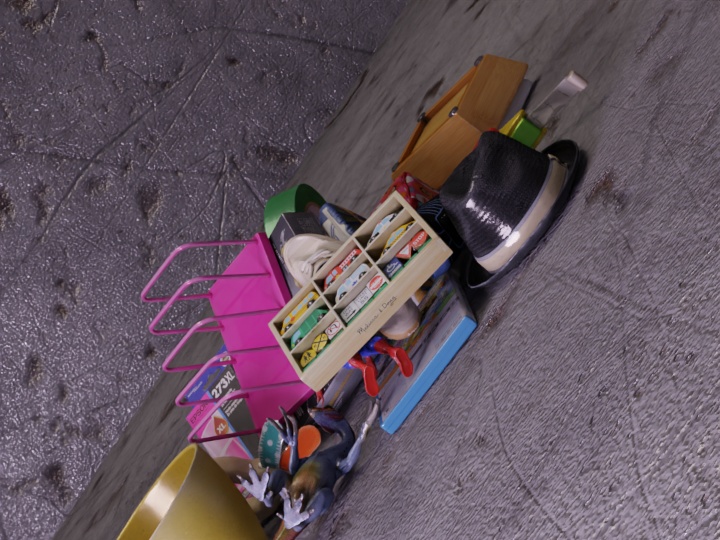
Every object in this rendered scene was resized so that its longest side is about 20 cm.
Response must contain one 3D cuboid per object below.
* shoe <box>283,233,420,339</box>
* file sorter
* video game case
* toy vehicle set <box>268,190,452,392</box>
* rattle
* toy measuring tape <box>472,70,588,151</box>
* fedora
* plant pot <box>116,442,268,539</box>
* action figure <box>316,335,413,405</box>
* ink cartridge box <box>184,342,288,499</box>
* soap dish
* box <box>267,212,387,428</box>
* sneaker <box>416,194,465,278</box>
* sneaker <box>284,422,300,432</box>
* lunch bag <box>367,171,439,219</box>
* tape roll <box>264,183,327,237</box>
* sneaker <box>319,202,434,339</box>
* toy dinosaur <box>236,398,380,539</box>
[{"bbox_3d":[-0.014,0.006,1.593,0.070,0.199,0.053,-52,-35,-10],"label":"shoe"},{"bbox_3d":[-0.158,0.080,1.684,0.124,0.202,0.139,-4,-29,-38],"label":"file sorter"},{"bbox_3d":[0.064,0.081,1.537,0.144,0.018,0.200,-53,10,10],"label":"video game case"},{"bbox_3d":[-0.003,0.019,1.504,0.200,0.026,0.124,-46,32,4],"label":"toy vehicle set"},{"bbox_3d":[-0.128,0.269,1.623,0.199,0.130,0.144,-25,30,30],"label":"rattle"},{"bbox_3d":[0.178,-0.141,1.599,0.200,0.073,0.074,-43,15,49],"label":"toy measuring tape"},{"bbox_3d":[0.138,-0.079,1.496,0.201,0.091,0.201,-53,10,13],"label":"fedora"},{"bbox_3d":[-0.174,0.306,1.541,0.201,0.141,0.200,-52,11,14],"label":"plant pot"},{"bbox_3d":[-0.007,0.104,1.545,0.065,0.100,0.200,-25,24,-18],"label":"action figure"},{"bbox_3d":[-0.154,0.188,1.795,0.095,0.037,0.200,-51,52,17],"label":"ink cartridge box"},{"bbox_3d":[0.129,-0.183,1.922,0.200,0.081,0.158,-41,17,49],"label":"soap dish"},{"bbox_3d":[-0.062,0.058,1.701,0.201,0.048,0.159,58,134,31],"label":"box"},{"bbox_3d":[0.090,-0.048,1.615,0.078,0.070,0.200,-36,9,6],"label":"sneaker"},{"bbox_3d":[-0.103,0.181,1.816,0.200,0.077,0.073,-50,9,14],"label":"sneaker"},{"bbox_3d":[0.039,-0.021,1.834,0.177,0.081,0.200,-56,10,15],"label":"lunch bag"},{"bbox_3d":[-0.056,-0.010,1.873,0.048,0.202,0.201,-23,20,16],"label":"tape roll"},{"bbox_3d":[0.000,0.000,1.699,0.200,0.075,0.089,48,115,39],"label":"sneaker"},{"bbox_3d":[-0.058,0.209,1.493,0.181,0.104,0.202,-8,-62,-69],"label":"toy dinosaur"}]
